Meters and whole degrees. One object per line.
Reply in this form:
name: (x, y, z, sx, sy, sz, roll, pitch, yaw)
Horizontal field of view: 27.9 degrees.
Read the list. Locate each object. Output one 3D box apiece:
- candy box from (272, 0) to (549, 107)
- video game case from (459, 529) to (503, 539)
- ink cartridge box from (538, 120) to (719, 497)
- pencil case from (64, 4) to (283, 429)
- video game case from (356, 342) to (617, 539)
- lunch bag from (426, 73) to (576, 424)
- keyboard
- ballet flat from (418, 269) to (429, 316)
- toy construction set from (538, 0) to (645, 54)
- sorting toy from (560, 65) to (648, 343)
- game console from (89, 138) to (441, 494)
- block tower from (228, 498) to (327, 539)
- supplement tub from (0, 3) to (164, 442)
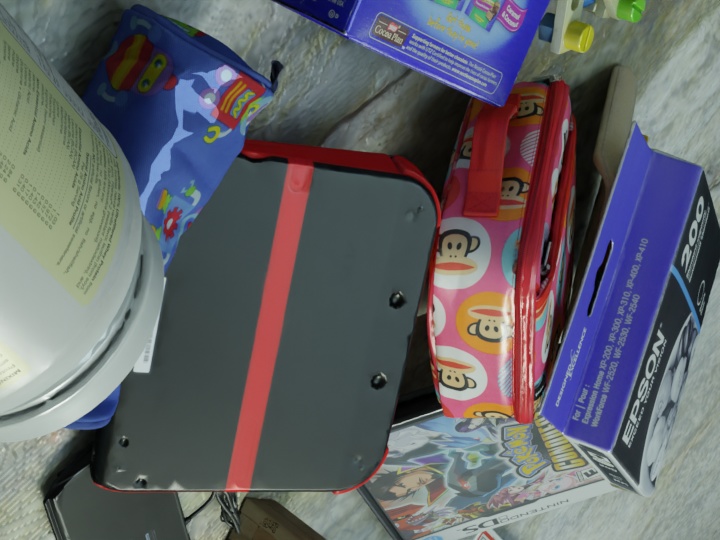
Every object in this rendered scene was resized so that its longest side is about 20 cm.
candy box: (0.053, -0.208, 0.777, 0.168, 0.077, 0.202, 13, 104, -56)
video game case: (0.094, 0.307, 1.282, 0.144, 0.017, 0.200, -55, 147, -10)
ink cartridge box: (0.187, 0.033, 0.958, 0.200, 0.043, 0.200, 42, 65, -61)
pencil case: (-0.114, -0.024, 0.686, 0.202, 0.078, 0.087, -63, 162, 3)
video game case: (0.087, 0.133, 1.033, 0.179, 0.026, 0.200, -19, 144, 8)
lunch bag: (0.088, -0.026, 0.899, 0.201, 0.081, 0.177, -73, 162, -45)
keyboard: (-0.120, 0.157, 0.870, 0.127, 0.021, 0.201, -34, 140, -27)
ballet flat: (0.000, 0.000, 0.901, 0.199, 0.046, 0.068, -12, 114, -57)
toy construction set: (0.154, -0.234, 0.894, 0.131, 0.092, 0.201, -11, 134, -52)
sorting toy: (0.178, -0.025, 1.056, 0.186, 0.036, 0.202, -64, 162, -58)
game console: (-0.050, 0.030, 0.794, 0.175, 0.031, 0.202, 5, 107, -24)
block tower: (-0.085, 0.255, 0.959, 0.054, 0.058, 0.202, 17, 101, -56)
supplement tub: (-0.170, -0.031, 0.539, 0.145, 0.144, 0.200, -52, 147, -13)
